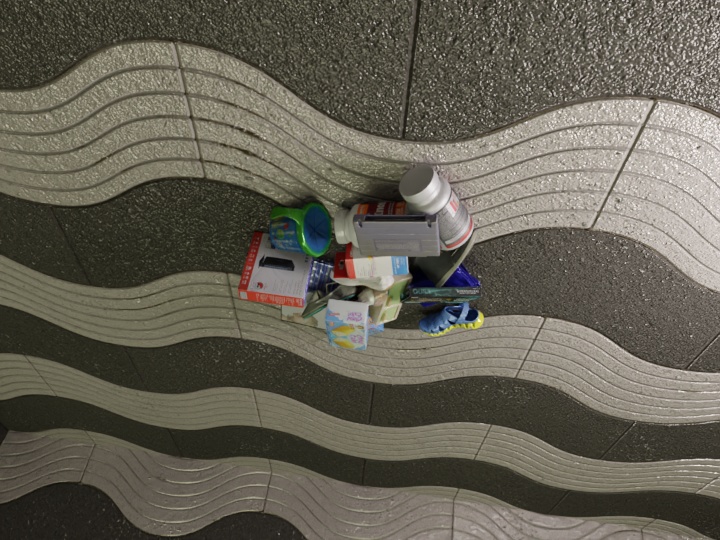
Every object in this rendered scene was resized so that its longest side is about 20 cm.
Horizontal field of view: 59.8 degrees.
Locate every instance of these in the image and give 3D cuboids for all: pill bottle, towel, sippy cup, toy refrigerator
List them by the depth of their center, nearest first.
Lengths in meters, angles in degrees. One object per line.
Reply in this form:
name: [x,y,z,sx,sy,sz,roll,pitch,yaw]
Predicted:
pill bottle: [0.180,-0.150,1.495,0.115,0.117,0.200,-15,137,30]
pill bottle: [0.039,-0.114,1.578,0.197,0.114,0.114,-2,142,14]
sippy cup: [-0.163,-0.104,1.636,0.129,0.140,0.180,-1,119,31]
towel: [0.226,0.043,1.795,0.198,0.050,0.148,-21,133,34]
toy refrigerator: [0.082,0.070,1.801,0.075,0.070,0.201,-15,146,-26]
towel: [-0.137,0.024,1.826,0.197,0.024,0.146,18,129,1]

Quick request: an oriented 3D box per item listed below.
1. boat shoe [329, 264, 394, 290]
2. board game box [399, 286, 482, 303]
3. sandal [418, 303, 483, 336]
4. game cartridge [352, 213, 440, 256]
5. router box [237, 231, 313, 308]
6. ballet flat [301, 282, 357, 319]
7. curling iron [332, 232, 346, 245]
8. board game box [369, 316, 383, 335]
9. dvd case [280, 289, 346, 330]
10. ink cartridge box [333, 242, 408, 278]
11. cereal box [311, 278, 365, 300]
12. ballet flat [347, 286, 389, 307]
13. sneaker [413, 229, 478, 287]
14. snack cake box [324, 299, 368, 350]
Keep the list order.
boat shoe: [0.000,0.000,1.706,0.198,0.071,0.070,7,130,29]
board game box: [0.216,0.068,1.709,0.197,0.029,0.135,0,170,-8]
sandal: [0.267,0.140,1.898,0.198,0.080,0.087,-16,133,19]
game cartridge: [0.088,-0.083,1.485,0.197,0.039,0.130,1,147,12]
router box: [-0.225,-0.005,1.713,0.177,0.202,0.049,7,144,1]
ballet flat: [-0.096,0.075,1.796,0.198,0.064,0.067,-26,176,25]
curling iron: [0.008,-0.066,1.722,0.198,0.026,0.050,22,139,-16]
board game box: [-0.048,0.168,1.998,0.198,0.037,0.151,22,150,-32]
dvd case: [-0.143,0.117,1.881,0.197,0.018,0.144,12,130,5]
ink cartridge box: [0.024,-0.043,1.644,0.197,0.117,0.068,-5,129,6]
cereal box: [-0.053,0.057,1.886,0.197,0.040,0.145,-2,141,17]
ballet flat: [0.016,0.082,1.771,0.067,0.069,0.200,-19,169,-28]
sneaker: [0.221,-0.050,1.656,0.106,0.075,0.201,38,124,6]
snack cake box: [-0.036,0.157,1.789,0.113,0.068,0.201,7,153,5]
